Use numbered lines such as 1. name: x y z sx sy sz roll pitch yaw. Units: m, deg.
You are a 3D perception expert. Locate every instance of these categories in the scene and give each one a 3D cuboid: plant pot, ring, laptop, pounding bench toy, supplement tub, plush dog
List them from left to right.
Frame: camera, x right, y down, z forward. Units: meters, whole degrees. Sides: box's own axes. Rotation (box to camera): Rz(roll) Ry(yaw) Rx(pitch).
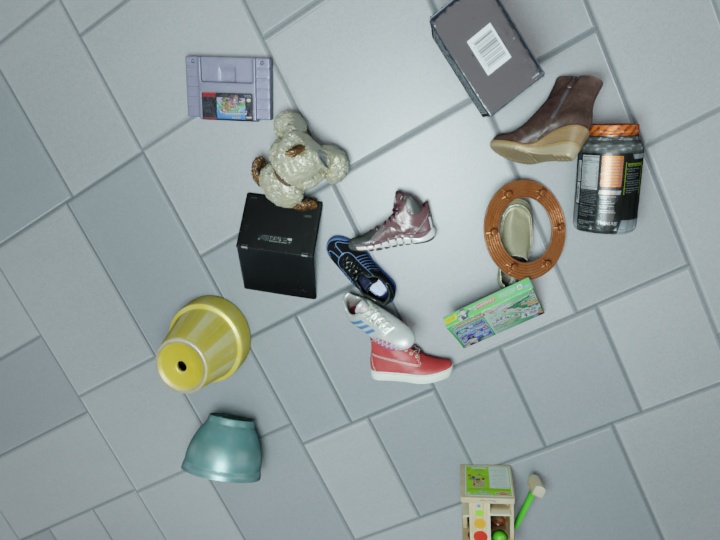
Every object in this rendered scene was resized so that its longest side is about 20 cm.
1. plant pot: -0.380 0.186 1.320 0.194 0.189 0.207 3 106 10
2. plant pot: -0.330 0.431 1.390 0.194 0.201 0.138 10 80 7
3. laptop: -0.183 -0.056 1.312 0.181 0.116 0.206 8 78 7
4. plush dog: -0.146 -0.210 1.197 0.198 0.161 0.173 37 123 -2
5. pounding bench toy: 0.336 0.567 1.326 0.194 0.124 0.161 -3 105 11
6. ring: 0.341 -0.084 1.150 0.194 0.019 0.207 0 90 -18
7. supplement tub: 0.484 -0.180 1.098 0.118 0.123 0.207 2 105 9

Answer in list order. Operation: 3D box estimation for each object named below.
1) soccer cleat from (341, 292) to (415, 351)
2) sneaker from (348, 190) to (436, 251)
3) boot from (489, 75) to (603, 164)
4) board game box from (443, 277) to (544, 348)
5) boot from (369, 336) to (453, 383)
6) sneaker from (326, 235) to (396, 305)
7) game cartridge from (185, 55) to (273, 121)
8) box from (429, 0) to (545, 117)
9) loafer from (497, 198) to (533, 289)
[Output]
1. soccer cleat: 0.032 0.112 1.235 0.197 0.070 0.087 25 156 38
2. sneaker: 0.063 -0.111 1.227 0.194 0.076 0.119 -9 99 2
3. boot: 0.366 -0.300 1.115 0.197 0.072 0.171 14 79 42
4. board game box: 0.290 0.096 1.212 0.196 0.030 0.135 -26 143 15
5. boot: 0.114 0.177 1.291 0.194 0.072 0.149 0 104 14
6. sneaker: 0.000 0.000 1.257 0.198 0.078 0.071 38 108 -2
7. game cartridge: -0.287 -0.396 1.227 0.193 0.038 0.134 4 102 9
8. box: 0.229 -0.404 1.043 0.122 0.199 0.202 -34 98 14
9. loafer: 0.330 -0.048 1.189 0.073 0.068 0.206 2 105 9
